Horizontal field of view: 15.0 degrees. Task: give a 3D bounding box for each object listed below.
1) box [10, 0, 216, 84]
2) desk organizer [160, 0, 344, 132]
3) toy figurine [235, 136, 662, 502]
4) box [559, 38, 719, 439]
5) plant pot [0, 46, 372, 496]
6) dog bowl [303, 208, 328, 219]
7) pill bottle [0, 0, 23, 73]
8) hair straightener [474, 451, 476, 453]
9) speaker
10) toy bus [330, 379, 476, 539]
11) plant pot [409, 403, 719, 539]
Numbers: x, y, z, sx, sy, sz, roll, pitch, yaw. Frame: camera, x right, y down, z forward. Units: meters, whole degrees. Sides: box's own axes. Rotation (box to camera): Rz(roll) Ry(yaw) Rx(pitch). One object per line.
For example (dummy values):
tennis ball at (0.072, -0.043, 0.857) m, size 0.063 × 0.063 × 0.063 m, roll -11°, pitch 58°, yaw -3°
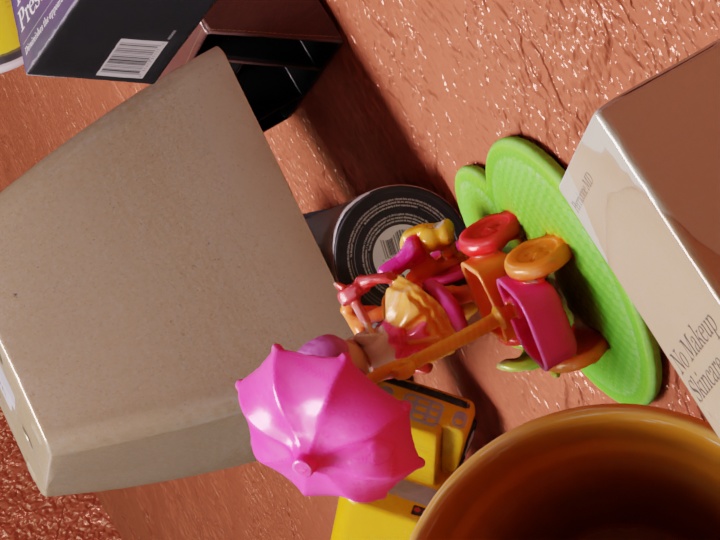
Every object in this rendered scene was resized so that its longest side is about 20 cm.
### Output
box at (-0.108, -0.203, 1.342) m, size 0.200 × 0.079 × 0.141 m, roll -46°, pitch 48°, yaw 50°
desk organizer at (-0.073, -0.128, 1.607) m, size 0.077 × 0.072 × 0.200 m, roll 58°, pitch 166°, yaw 3°
toy figurine at (0.020, 0.035, 1.354) m, size 0.200 × 0.184 × 0.150 m, roll 34°, pitch 150°, yaw 63°
box at (0.163, 0.018, 1.024) m, size 0.200 × 0.078 × 0.095 m, roll 58°, pitch 167°, yaw 14°
plant pot at (-0.126, 0.023, 1.549) m, size 0.200 × 0.177 × 0.200 m, roll 64°, pitch 167°, yaw 11°
dog bowl at (-0.017, 0.039, 1.764) m, size 0.112 × 0.050 × 0.200 m, roll 57°, pitch 166°, yaw 37°
pill bottle at (-0.309, -0.257, 2.116) m, size 0.112 × 0.112 × 0.200 m, roll 46°, pitch 160°, yaw 48°
hair straightener at (0.067, 0.147, 1.653) m, size 0.200 × 0.041 × 0.077 m, roll 63°, pitch -162°, yaw -75°
speaker at (0.000, 0.000, 1.574) m, size 0.081 × 0.081 × 0.200 m, roll 62°, pitch 166°, yaw -2°
toy bus at (0.019, 0.154, 1.674) m, size 0.065 × 0.078 × 0.200 m, roll 19°, pitch 138°, yaw 7°
plant pot at (0.124, 0.171, 1.283) m, size 0.200 × 0.200 × 0.183 m, roll 58°, pitch -178°, yaw 12°
